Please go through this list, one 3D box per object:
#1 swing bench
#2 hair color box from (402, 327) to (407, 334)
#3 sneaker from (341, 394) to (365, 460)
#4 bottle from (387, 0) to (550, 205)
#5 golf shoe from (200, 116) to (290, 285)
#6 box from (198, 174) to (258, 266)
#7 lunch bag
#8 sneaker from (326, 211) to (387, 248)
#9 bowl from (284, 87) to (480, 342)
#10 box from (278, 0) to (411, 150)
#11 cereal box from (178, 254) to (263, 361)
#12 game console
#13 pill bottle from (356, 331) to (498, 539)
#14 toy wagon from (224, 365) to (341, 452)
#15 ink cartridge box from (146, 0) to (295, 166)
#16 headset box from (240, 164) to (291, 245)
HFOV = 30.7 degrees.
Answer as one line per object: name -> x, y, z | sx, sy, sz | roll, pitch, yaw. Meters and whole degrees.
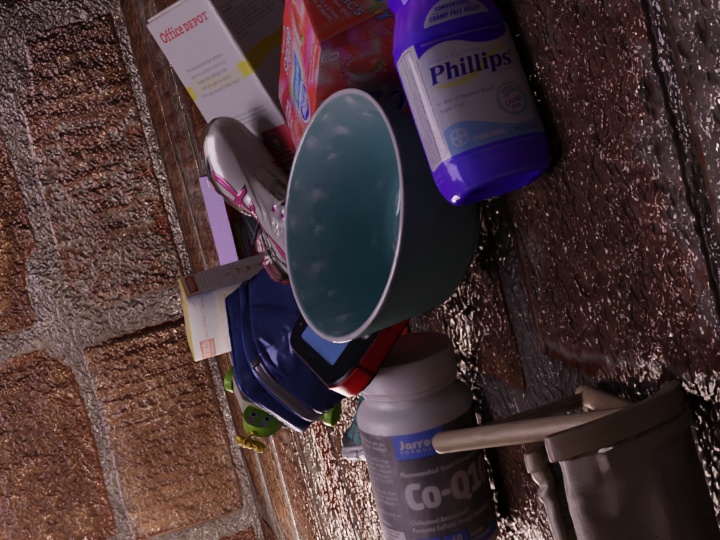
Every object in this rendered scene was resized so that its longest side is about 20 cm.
swing bench -> 0.160, 0.181, 0.822 | 0.200, 0.128, 0.202 | 162, 92, -71
hair color box -> 0.000, 0.000, 1.405 | 0.102, 0.060, 0.203 | -131, 28, -59
sneaker -> 0.024, 0.175, 1.527 | 0.200, 0.076, 0.093 | 152, 117, -73
bottle -> 0.065, -0.150, 0.911 | 0.065, 0.082, 0.203 | 126, 128, -74
golf shoe -> -0.088, -0.076, 1.355 | 0.091, 0.073, 0.201 | -5, 124, 50
box -> -0.141, -0.050, 1.788 | 0.039, 0.136, 0.203 | -3, 106, 35
lunch bag -> -0.084, 0.079, 1.556 | 0.136, 0.132, 0.201 | 42, -160, -34
sneaker -> -0.027, -0.070, 1.240 | 0.079, 0.081, 0.200 | -67, 25, 14
bowl -> 0.026, -0.043, 1.078 | 0.200, 0.104, 0.204 | -6, 83, 61
box -> -0.009, -0.179, 1.146 | 0.201, 0.101, 0.096 | 103, 150, -62
cereal box -> -0.129, 0.037, 1.679 | 0.145, 0.197, 0.040 | 93, 158, -53
game console -> 0.006, 0.020, 1.230 | 0.178, 0.031, 0.200 | -59, 20, 1
pill bottle -> 0.059, 0.168, 1.239 | 0.114, 0.112, 0.203 | -148, 43, -70
toy wagon -> -0.092, 0.146, 1.633 | 0.200, 0.153, 0.040 | -52, -29, -47
ink cartridge box -> -0.119, -0.212, 1.391 | 0.144, 0.083, 0.201 | -8, 118, 57
headset box -> -0.115, -0.147, 1.641 | 0.174, 0.092, 0.202 | 115, 137, -70
